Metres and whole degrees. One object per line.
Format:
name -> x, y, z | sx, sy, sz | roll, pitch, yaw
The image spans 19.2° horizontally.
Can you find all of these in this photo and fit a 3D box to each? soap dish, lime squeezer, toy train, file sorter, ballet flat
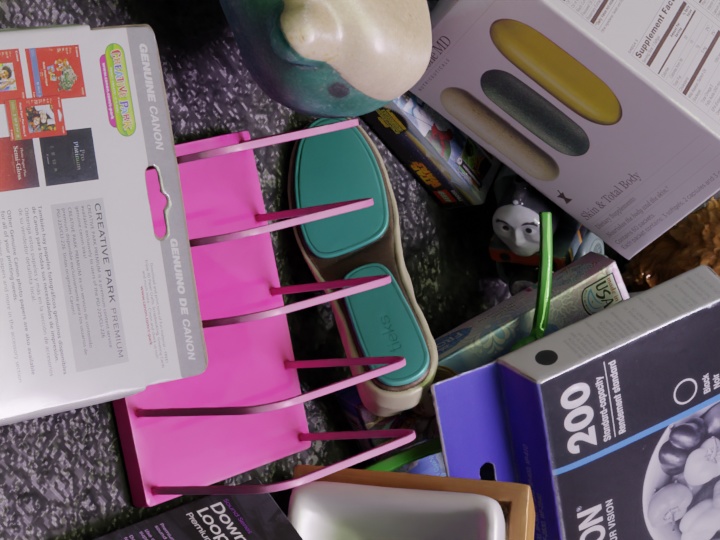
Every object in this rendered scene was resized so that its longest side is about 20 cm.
soap dish -> 0.029, 0.223, 1.278 | 0.081, 0.157, 0.201 | 16, 77, -63
lime squeezer -> 0.086, 0.064, 1.335 | 0.200, 0.070, 0.038 | -56, 170, -2
toy train -> 0.144, -0.070, 1.466 | 0.200, 0.085, 0.114 | -60, 146, -35
file sorter -> -0.060, 0.021, 1.230 | 0.139, 0.125, 0.201 | -16, 97, -46
ballet flat -> 0.000, 0.000, 1.333 | 0.069, 0.069, 0.201 | 11, 56, -45

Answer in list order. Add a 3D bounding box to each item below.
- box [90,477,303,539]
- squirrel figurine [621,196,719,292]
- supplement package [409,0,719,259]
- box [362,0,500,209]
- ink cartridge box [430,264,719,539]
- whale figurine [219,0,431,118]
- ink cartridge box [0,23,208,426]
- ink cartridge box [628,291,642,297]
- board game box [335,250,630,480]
box -> -0.093, 0.203, 1.186 | 0.200, 0.036, 0.143 | -16, 60, -47
squirrel figurine -> 0.297, 0.004, 1.575 | 0.199, 0.187, 0.142 | 22, 93, -11
supplement package -> 0.158, -0.145, 1.351 | 0.200, 0.152, 0.151 | 37, 57, -6
box -> 0.038, -0.157, 1.414 | 0.200, 0.040, 0.137 | 47, 55, -32
ink cartridge box -> 0.151, 0.120, 1.333 | 0.199, 0.043, 0.199 | -22, 124, -15
whale figurine -> -0.049, -0.167, 1.215 | 0.200, 0.104, 0.160 | 38, 33, -33
ink cartridge box -> -0.184, -0.024, 1.128 | 0.175, 0.084, 0.201 | -10, 92, -41
ink cartridge box -> 0.163, 0.115, 1.492 | 0.200, 0.067, 0.116 | -42, 115, -40
board game box -> 0.112, 0.122, 1.391 | 0.198, 0.043, 0.201 | -29, 108, -14
